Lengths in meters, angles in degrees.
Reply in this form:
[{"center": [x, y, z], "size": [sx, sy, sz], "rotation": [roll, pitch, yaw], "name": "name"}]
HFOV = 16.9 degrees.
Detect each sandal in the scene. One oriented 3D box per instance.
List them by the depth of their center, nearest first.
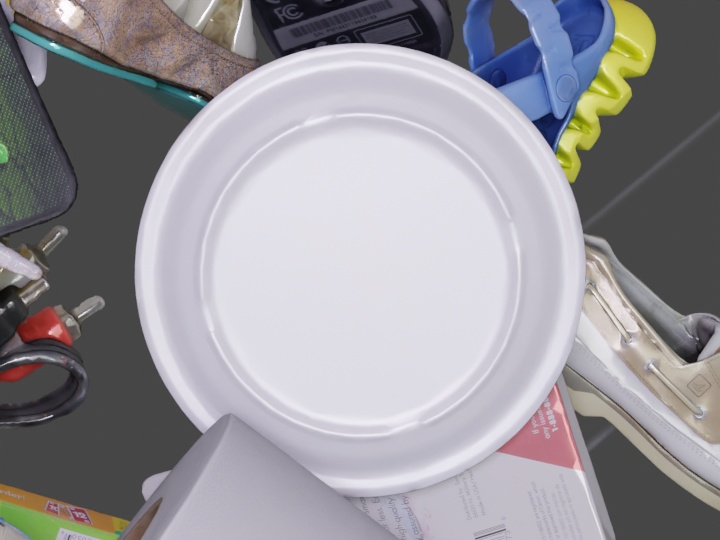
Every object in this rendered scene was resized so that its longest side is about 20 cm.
[{"center": [0.062, -0.056, 1.136], "size": [0.087, 0.079, 0.201], "rotation": [34, 70, -37], "name": "sandal"}]

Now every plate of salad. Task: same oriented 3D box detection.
[{"center": [0.000, 0.000, 1.071], "size": [0.198, 0.048, 0.202], "rotation": [0, 98, -1], "name": "plate of salad"}]

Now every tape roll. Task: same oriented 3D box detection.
[{"center": [-0.060, 0.180, 1.015], "size": [0.139, 0.203, 0.203], "rotation": [37, 84, -5], "name": "tape roll"}]

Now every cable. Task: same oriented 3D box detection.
[{"center": [-0.207, 0.055, 1.117], "size": [0.199, 0.050, 0.097], "rotation": [-34, 115, 2], "name": "cable"}]

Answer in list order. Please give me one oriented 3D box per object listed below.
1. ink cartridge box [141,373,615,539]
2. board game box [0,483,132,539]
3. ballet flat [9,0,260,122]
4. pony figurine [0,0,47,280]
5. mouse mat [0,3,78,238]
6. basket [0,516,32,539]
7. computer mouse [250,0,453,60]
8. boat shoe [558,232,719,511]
[{"center": [0.010, 0.113, 1.134], "size": [0.198, 0.068, 0.117], "rotation": [-17, 97, 7], "name": "ink cartridge box"}, {"center": [-0.207, 0.135, 1.104], "size": [0.199, 0.030, 0.096], "rotation": [18, 104, -19], "name": "board game box"}, {"center": [-0.082, -0.106, 1.058], "size": [0.068, 0.200, 0.068], "rotation": [24, 90, 20], "name": "ballet flat"}, {"center": [-0.220, -0.062, 1.036], "size": [0.191, 0.167, 0.202], "rotation": [-6, 67, 15], "name": "pony figurine"}, {"center": [-0.220, -0.090, 0.977], "size": [0.160, 0.008, 0.201], "rotation": [-21, 80, -22], "name": "mouse mat"}, {"center": [-0.240, 0.157, 1.029], "size": [0.176, 0.140, 0.200], "rotation": [38, 126, -23], "name": "basket"}, {"center": [-0.016, -0.158, 1.097], "size": [0.137, 0.053, 0.200], "rotation": [-12, 139, 17], "name": "computer mouse"}, {"center": [0.160, 0.057, 1.176], "size": [0.199, 0.075, 0.069], "rotation": [32, 108, -14], "name": "boat shoe"}]
